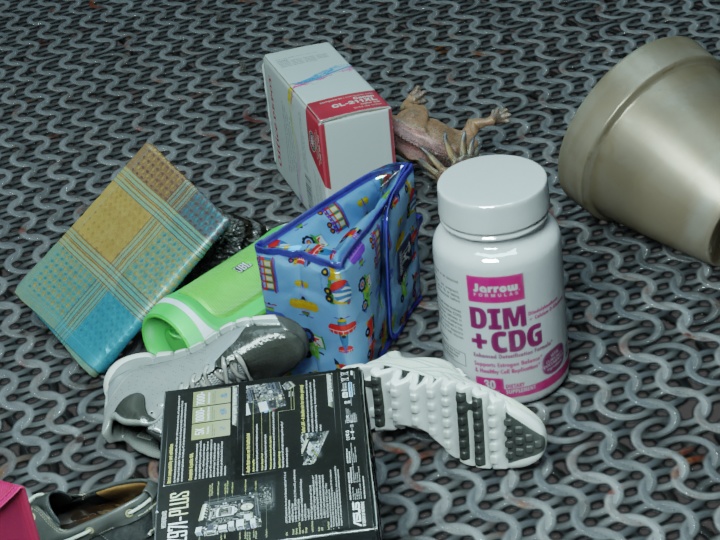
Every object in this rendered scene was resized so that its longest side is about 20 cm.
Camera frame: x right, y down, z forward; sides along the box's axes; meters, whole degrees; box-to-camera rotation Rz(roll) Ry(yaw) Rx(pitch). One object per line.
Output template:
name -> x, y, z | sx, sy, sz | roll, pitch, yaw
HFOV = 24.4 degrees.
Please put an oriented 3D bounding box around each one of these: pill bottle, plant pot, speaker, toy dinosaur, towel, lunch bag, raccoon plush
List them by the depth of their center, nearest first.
pill bottle -> 0.122, 0.008, 1.459 | 0.113, 0.201, 0.113 | -6, 31, 4
lunch bag -> 0.000, 0.000, 1.548 | 0.094, 0.151, 0.200 | 12, 36, 28
speaker -> -0.112, 0.027, 1.594 | 0.088, 0.089, 0.200 | 20, 40, 38
towel -> -0.230, -0.011, 1.611 | 0.200, 0.022, 0.147 | -48, 58, 1
plant pot -> 0.324, -0.101, 1.632 | 0.200, 0.200, 0.174 | -25, 51, -27
raccoon plush -> -0.162, 0.004, 1.680 | 0.199, 0.134, 0.097 | 19, 8, -18
toy dinosaur -> 0.074, -0.135, 1.791 | 0.200, 0.086, 0.136 | 21, 27, 19

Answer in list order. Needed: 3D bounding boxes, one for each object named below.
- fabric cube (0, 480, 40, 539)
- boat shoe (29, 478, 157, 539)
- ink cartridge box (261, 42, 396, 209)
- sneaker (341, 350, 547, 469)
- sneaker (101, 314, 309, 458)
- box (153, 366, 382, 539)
fabric cube -> -0.351, 0.255, 1.164 | 0.199, 0.197, 0.200 | 14, 36, 28
boat shoe -> -0.255, 0.205, 1.351 | 0.199, 0.068, 0.072 | -6, 32, 6
ink cartridge box -> -0.032, -0.142, 1.795 | 0.083, 0.146, 0.200 | -15, 32, -14
sneaker -> 0.078, 0.111, 1.431 | 0.200, 0.075, 0.081 | 17, 27, 32
sneaker -> -0.139, 0.114, 1.464 | 0.199, 0.075, 0.116 | -18, 33, 16
box -> -0.068, 0.173, 1.267 | 0.163, 0.086, 0.200 | -7, 32, 0
